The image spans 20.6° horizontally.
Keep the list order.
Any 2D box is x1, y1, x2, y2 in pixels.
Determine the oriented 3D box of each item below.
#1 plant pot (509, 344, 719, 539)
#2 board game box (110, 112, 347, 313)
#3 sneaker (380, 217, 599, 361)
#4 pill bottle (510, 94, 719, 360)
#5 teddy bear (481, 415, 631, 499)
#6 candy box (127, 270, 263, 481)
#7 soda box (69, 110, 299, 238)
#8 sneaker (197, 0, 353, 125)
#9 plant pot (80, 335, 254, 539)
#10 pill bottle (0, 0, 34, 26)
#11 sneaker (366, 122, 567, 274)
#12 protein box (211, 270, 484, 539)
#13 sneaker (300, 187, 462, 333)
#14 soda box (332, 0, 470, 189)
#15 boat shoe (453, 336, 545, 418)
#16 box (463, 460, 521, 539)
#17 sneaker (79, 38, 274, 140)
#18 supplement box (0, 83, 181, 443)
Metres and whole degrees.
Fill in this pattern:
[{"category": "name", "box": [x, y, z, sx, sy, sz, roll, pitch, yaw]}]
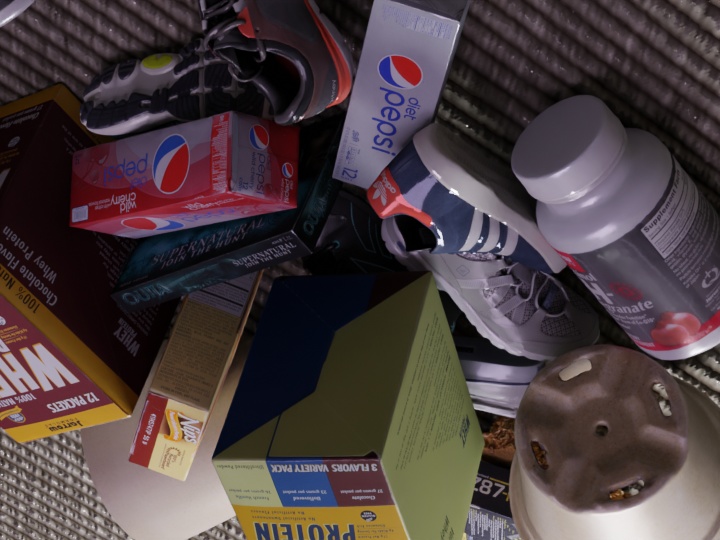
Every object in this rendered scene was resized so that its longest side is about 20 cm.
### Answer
[{"category": "plant pot", "box": [0.200, 0.147, 1.566, 0.200, 0.201, 0.184, 5, 162, 17]}, {"category": "board game box", "box": [-0.097, -0.044, 1.557, 0.200, 0.135, 0.028, -18, 126, 37]}, {"category": "sneaker", "box": [0.113, 0.002, 1.571, 0.200, 0.075, 0.082, 32, 142, -15]}, {"category": "pill bottle", "box": [0.199, -0.034, 1.463, 0.111, 0.111, 0.200, -17, 129, 37]}, {"category": "teddy bear", "box": [0.177, 0.175, 1.776, 0.200, 0.067, 0.145, 35, 149, -29]}, {"category": "candy box", "box": [-0.130, 0.059, 1.641, 0.055, 0.200, 0.116, 20, 142, -3]}, {"category": "soda box", "box": [-0.136, -0.070, 1.508, 0.070, 0.064, 0.200, 11, 167, -42]}, {"category": "sneaker", "box": [-0.081, -0.190, 1.388, 0.077, 0.082, 0.200, -29, 101, 44]}, {"category": "plant pot", "box": [-0.114, 0.131, 1.761, 0.200, 0.188, 0.187, -19, 129, 24]}, {"category": "pill bottle", "box": [-0.309, -0.268, 1.392, 0.114, 0.114, 0.200, -14, 131, 35]}, {"category": "sneaker", "box": [0.077, -0.037, 1.478, 0.084, 0.075, 0.200, -38, 138, 17]}, {"category": "protein box", "box": [-0.003, 0.141, 1.556, 0.135, 0.199, 0.200, -2, 133, 19]}, {"category": "sneaker", "box": [0.000, 0.000, 1.616, 0.200, 0.079, 0.075, 34, 140, -15]}, {"category": "soda box", "box": [0.031, -0.143, 1.436, 0.063, 0.068, 0.200, 18, 142, 2]}, {"category": "boat shoe", "box": [0.055, 0.099, 1.702, 0.201, 0.075, 0.086, 6, 112, 7]}, {"category": "box", "box": [0.129, 0.230, 1.788, 0.161, 0.049, 0.200, 19, 158, 13]}, {"category": "sneaker", "box": [-0.121, -0.132, 1.530, 0.200, 0.078, 0.080, -3, 157, 33]}, {"category": "supplement box", "box": [-0.262, -0.003, 1.623, 0.133, 0.200, 0.197, -15, 131, 36]}]
